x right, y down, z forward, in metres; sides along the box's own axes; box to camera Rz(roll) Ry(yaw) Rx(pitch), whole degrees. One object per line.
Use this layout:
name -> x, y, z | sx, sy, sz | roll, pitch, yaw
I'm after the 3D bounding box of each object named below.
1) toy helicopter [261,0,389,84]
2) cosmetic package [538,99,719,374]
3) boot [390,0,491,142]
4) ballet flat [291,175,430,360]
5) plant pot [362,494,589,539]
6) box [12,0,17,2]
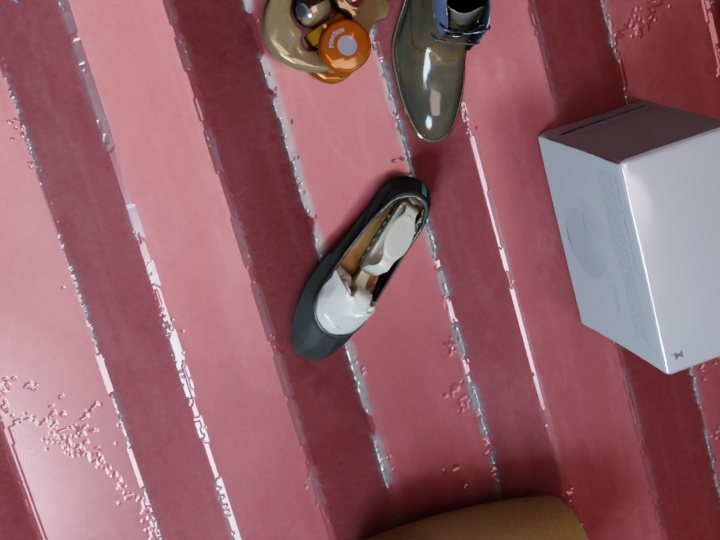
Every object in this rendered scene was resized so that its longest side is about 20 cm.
toy helicopter -> -0.025, -0.276, 1.485 | 0.132, 0.079, 0.201 | 30, 83, -9
cosmetic package -> 0.273, -0.037, 1.532 | 0.122, 0.200, 0.201 | -18, 106, -9
boot -> 0.073, -0.212, 1.498 | 0.074, 0.097, 0.202 | -4, 102, -13
ballet flat -> 0.000, 0.000, 1.540 | 0.068, 0.068, 0.201 | 30, 94, -18
plant pot -> 0.122, 0.303, 1.591 | 0.199, 0.186, 0.188 | -24, 107, -21
box -> -0.300, -0.336, 1.328 | 0.121, 0.193, 0.202 | 21, 97, -17
